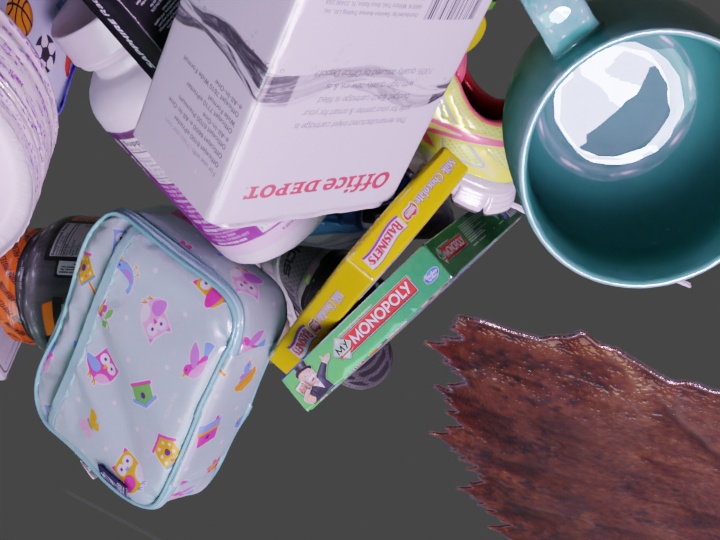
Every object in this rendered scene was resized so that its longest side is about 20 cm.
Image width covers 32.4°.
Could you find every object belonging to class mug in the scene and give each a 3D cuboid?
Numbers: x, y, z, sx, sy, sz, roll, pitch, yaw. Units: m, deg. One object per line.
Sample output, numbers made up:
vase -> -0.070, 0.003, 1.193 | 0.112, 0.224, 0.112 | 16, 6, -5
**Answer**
mug -> 0.158, -0.098, 0.720 | 0.150, 0.115, 0.187 | -2, 117, 0

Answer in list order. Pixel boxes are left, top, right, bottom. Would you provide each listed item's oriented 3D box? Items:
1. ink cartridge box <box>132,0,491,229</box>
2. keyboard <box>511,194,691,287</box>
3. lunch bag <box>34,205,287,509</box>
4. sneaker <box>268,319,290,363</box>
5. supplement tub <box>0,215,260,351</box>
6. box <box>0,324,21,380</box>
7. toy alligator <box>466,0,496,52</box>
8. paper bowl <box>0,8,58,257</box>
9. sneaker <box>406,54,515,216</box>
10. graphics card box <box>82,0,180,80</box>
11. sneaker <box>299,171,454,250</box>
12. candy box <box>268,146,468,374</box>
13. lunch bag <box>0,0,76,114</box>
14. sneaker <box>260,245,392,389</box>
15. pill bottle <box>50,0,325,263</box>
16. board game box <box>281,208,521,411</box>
ink cartridge box -> -0.015, -0.132, 0.649 | 0.144, 0.084, 0.201 | -11, 137, -46
keyboard -> 0.145, -0.036, 0.885 | 0.198, 0.056, 0.011 | 23, 111, -13
lunch bag -> -0.155, 0.063, 0.901 | 0.160, 0.077, 0.201 | 35, 112, 21
sneaker -> -0.134, 0.069, 1.120 | 0.198, 0.071, 0.076 | -4, 143, 26
supplement tub -> -0.189, 0.018, 1.020 | 0.197, 0.124, 0.123 | 3, 145, 16
box -> -0.338, -0.009, 1.041 | 0.059, 0.118, 0.201 | 5, 146, 12
toy alligator -> 0.050, -0.149, 0.727 | 0.054, 0.059, 0.201 | -8, 139, -42
paper bowl -> -0.266, -0.066, 0.650 | 0.198, 0.105, 0.202 | 2, 140, 2
sneaker -> 0.030, -0.120, 0.797 | 0.198, 0.079, 0.091 | 26, 123, -11
graphics card box -> -0.110, -0.196, 0.675 | 0.051, 0.126, 0.200 | 21, 159, 44
sneaker -> -0.022, -0.041, 0.924 | 0.198, 0.076, 0.087 | 3, 159, 25
candy box -> 0.000, 0.000, 0.808 | 0.026, 0.102, 0.200 | 39, 153, -1
lunch bag -> -0.262, -0.156, 0.752 | 0.123, 0.172, 0.200 | -20, 136, 34
sneaker -> -0.012, 0.041, 1.008 | 0.087, 0.074, 0.201 | 31, 157, 41
pill bottle -> -0.105, -0.107, 0.811 | 0.111, 0.113, 0.200 | -14, 130, 35
board game box -> 0.035, 0.015, 0.844 | 0.134, 0.200, 0.029 | -43, 86, 23
